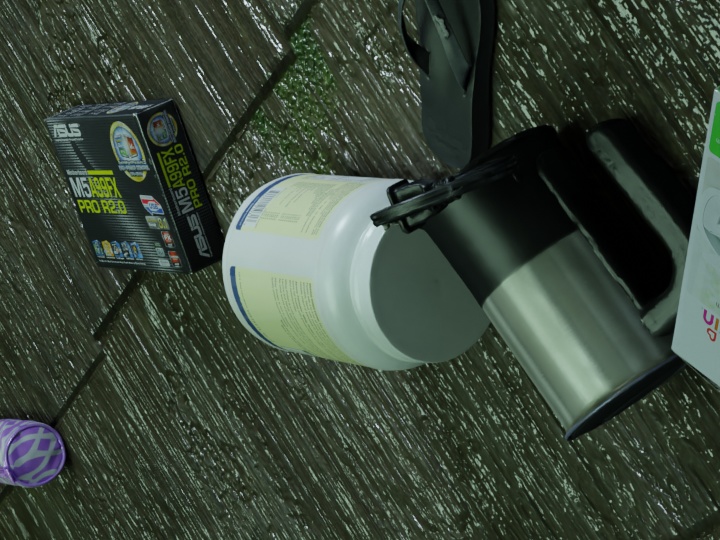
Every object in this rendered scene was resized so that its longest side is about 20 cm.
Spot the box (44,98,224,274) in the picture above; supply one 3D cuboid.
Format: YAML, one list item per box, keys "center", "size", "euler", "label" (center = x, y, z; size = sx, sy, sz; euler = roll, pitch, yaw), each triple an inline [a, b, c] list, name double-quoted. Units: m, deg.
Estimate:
- center: [-0.217, -0.080, 1.953]
  size: [0.200, 0.044, 0.160]
  euler: [5, 117, 56]
  label: "box"

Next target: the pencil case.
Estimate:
- center: [-0.431, 0.224, 2.488]
  size: [0.200, 0.085, 0.084]
  euler: [-11, 105, 59]
  label: "pencil case"

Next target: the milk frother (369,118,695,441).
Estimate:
- center: [0.115, 0.008, 1.350]
  size: [0.188, 0.200, 0.181]
  euler: [55, 145, 13]
  label: "milk frother"

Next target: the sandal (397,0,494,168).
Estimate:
- center: [0.059, -0.160, 1.459]
  size: [0.076, 0.043, 0.200]
  euler: [28, 135, 45]
  label: "sandal"

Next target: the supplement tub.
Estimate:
- center: [0.000, 0.000, 1.575]
  size: [0.200, 0.145, 0.145]
  euler: [8, 120, 55]
  label: "supplement tub"

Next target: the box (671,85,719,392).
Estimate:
- center: [0.274, -0.035, 1.064]
  size: [0.097, 0.200, 0.177]
  euler: [40, 144, 36]
  label: "box"
